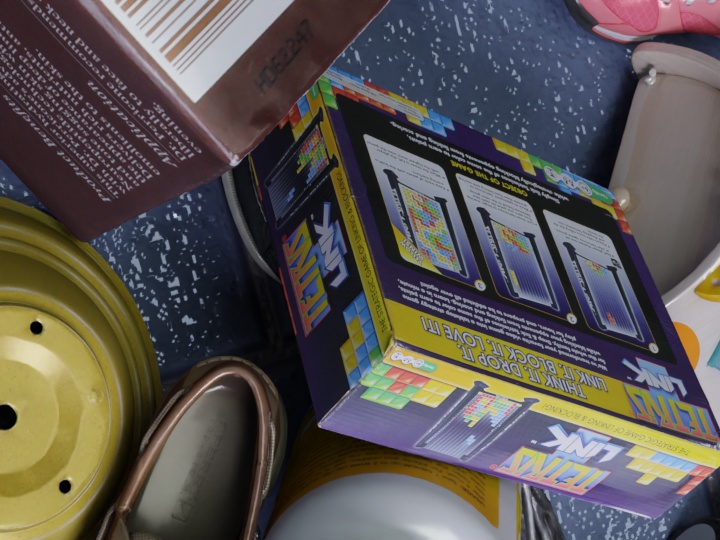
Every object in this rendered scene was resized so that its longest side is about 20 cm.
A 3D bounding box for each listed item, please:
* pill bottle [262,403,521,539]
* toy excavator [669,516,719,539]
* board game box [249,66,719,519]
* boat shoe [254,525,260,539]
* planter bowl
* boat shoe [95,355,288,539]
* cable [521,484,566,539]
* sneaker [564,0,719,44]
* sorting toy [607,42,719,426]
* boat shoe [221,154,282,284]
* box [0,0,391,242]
[{"bbox_3d":[0.013,0.123,0.707,0.111,0.200,0.114,2,109,5],"label":"pill bottle"},{"bbox_3d":[0.275,0.162,0.849,0.100,0.200,0.195,41,96,-21],"label":"toy excavator"},{"bbox_3d":[0.055,0.010,0.729,0.198,0.057,0.167,20,40,-35],"label":"board game box"},{"bbox_3d":[-0.101,0.188,0.734,0.072,0.066,0.202,45,69,-23],"label":"boat shoe"},{"bbox_3d":[-0.161,0.062,0.702,0.198,0.083,0.203,2,86,-29],"label":"planter bowl"},{"bbox_3d":[-0.082,0.127,0.676,0.075,0.072,0.202,15,76,-2],"label":"boat shoe"},{"bbox_3d":[0.090,0.091,0.849,0.097,0.050,0.203,3,77,-67],"label":"cable"},{"bbox_3d":[0.202,-0.167,0.923,0.198,0.086,0.075,3,84,-29],"label":"sneaker"},{"bbox_3d":[0.204,0.005,0.903,0.180,0.106,0.202,49,50,-42],"label":"sorting toy"},{"bbox_3d":[-0.002,0.001,0.806,0.074,0.066,0.201,-27,99,-29],"label":"boat shoe"},{"bbox_3d":[-0.090,-0.138,0.685,0.166,0.199,0.165,47,66,-14],"label":"box"}]
